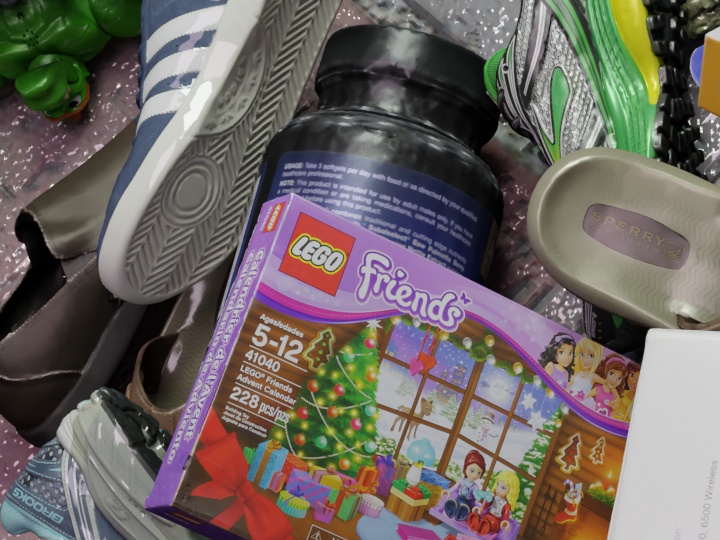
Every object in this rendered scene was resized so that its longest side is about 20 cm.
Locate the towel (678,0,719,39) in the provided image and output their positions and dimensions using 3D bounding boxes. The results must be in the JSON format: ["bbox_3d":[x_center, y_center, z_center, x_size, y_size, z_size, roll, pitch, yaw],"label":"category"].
[{"bbox_3d":[0.190,-0.192,1.315,0.199,0.036,0.149,-25,58,17],"label":"towel"}]

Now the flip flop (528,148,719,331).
[{"bbox_3d":[0.161,0.000,1.158,0.199,0.058,0.082,21,81,12],"label":"flip flop"}]

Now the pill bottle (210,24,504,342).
[{"bbox_3d":[0.000,0.000,1.279,0.111,0.112,0.201,6,71,29],"label":"pill bottle"}]

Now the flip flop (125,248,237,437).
[{"bbox_3d":[-0.075,0.055,1.325,0.081,0.058,0.201,10,74,30],"label":"flip flop"}]

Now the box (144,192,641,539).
[{"bbox_3d":[0.027,0.073,1.193,0.039,0.199,0.138,-15,52,67],"label":"box"}]

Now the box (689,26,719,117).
[{"bbox_3d":[0.234,-0.074,1.196,0.199,0.042,0.119,31,43,32],"label":"box"}]

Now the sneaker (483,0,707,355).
[{"bbox_3d":[0.101,-0.061,1.264,0.085,0.078,0.201,-10,74,22],"label":"sneaker"}]

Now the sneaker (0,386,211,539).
[{"bbox_3d":[-0.080,0.153,1.257,0.086,0.078,0.200,-39,76,13],"label":"sneaker"}]

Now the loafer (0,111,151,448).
[{"bbox_3d":[-0.122,-0.017,1.361,0.073,0.071,0.201,9,70,62],"label":"loafer"}]

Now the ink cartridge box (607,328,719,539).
[{"bbox_3d":[0.204,0.114,1.063,0.199,0.147,0.146,3,70,26],"label":"ink cartridge box"}]

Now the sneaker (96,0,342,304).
[{"bbox_3d":[-0.077,-0.084,1.323,0.084,0.075,0.201,25,86,39],"label":"sneaker"}]

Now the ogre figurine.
[{"bbox_3d":[-0.168,-0.135,1.425,0.200,0.120,0.098,-38,59,9],"label":"ogre figurine"}]
